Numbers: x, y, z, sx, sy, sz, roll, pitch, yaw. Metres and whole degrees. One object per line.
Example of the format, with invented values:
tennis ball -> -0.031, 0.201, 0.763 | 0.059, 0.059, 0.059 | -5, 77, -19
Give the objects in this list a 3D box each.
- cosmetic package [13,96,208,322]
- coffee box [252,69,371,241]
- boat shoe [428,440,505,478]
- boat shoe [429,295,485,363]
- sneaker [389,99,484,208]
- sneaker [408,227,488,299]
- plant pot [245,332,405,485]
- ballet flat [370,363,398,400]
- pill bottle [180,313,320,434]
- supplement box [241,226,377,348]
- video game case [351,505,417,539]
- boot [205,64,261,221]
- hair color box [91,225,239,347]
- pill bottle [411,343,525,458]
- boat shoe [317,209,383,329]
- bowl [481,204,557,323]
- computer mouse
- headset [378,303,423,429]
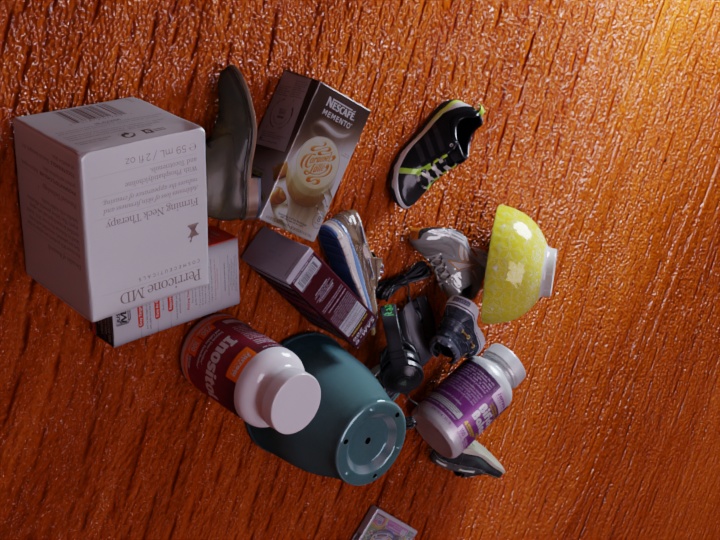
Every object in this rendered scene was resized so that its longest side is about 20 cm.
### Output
cosmetic package -> -0.291, -0.079, 1.350 | 0.166, 0.166, 0.202 | -19, 122, -38
coffee box -> -0.084, -0.157, 1.579 | 0.114, 0.079, 0.202 | 22, 92, -46
boat shoe -> 0.196, 0.346, 2.098 | 0.068, 0.072, 0.200 | -50, 138, 8
boat shoe -> 0.155, 0.120, 1.912 | 0.091, 0.070, 0.201 | -60, 159, -19
sneaker -> 0.120, -0.181, 1.767 | 0.072, 0.083, 0.201 | 40, 79, -46
sneaker -> 0.144, -0.008, 1.859 | 0.199, 0.075, 0.093 | 26, 71, -46
plant pot -> -0.041, 0.220, 1.708 | 0.199, 0.187, 0.202 | -18, 120, -34
ballet flat -> 0.013, 0.218, 1.861 | 0.073, 0.073, 0.201 | 33, 89, -47
pill bottle -> -0.148, 0.143, 1.564 | 0.112, 0.199, 0.114 | -20, 121, -37
supplement box -> -0.071, 0.026, 1.655 | 0.061, 0.108, 0.200 | -54, 137, -11
video game case -> 0.011, 0.524, 2.025 | 0.143, 0.018, 0.201 | 40, 79, -47
boot -> -0.186, -0.161, 1.477 | 0.096, 0.075, 0.202 | -9, 95, -25
hair color box -> -0.255, 0.018, 1.505 | 0.199, 0.061, 0.102 | -19, 121, -39
pill bottle -> 0.192, 0.221, 1.992 | 0.200, 0.112, 0.113 | -41, 132, -20
boat shoe -> 0.000, 0.000, 1.739 | 0.072, 0.072, 0.201 | -37, 130, -28
bowl -> 0.268, -0.004, 1.907 | 0.200, 0.107, 0.202 | 8, 90, -80
computer mouse -> 0.074, 0.095, 1.872 | 0.140, 0.046, 0.202 | -22, 122, -38
headset -> 0.050, 0.154, 1.784 | 0.093, 0.124, 0.202 | -13, 102, 3
